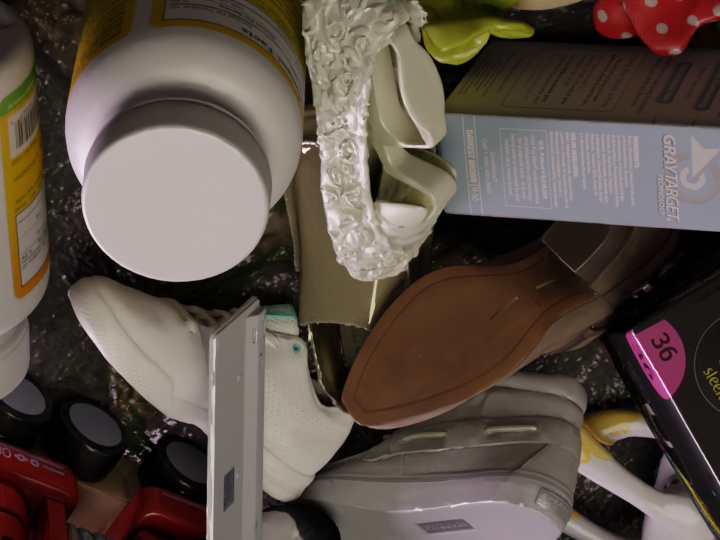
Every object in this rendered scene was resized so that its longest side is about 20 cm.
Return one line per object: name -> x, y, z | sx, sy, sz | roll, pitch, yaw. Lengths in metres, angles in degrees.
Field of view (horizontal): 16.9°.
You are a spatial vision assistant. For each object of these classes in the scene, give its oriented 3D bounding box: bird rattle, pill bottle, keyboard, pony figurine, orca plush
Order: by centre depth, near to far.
pill bottle -> -0.082, -0.088, 1.154 | 0.112, 0.201, 0.113 | 0, 127, 1
bird rattle -> 0.100, -0.178, 1.203 | 0.198, 0.113, 0.164 | -11, 110, -7
pill bottle -> -0.215, -0.031, 1.228 | 0.110, 0.111, 0.201 | -5, 125, -8
keyboard -> -0.070, 0.115, 1.320 | 0.011, 0.056, 0.201 | 14, 116, 25
orca plush -> -0.051, 0.199, 1.445 | 0.071, 0.105, 0.201 | -10, 137, -37
pony figurine -> 0.185, 0.179, 1.450 | 0.199, 0.167, 0.194 | 18, 112, -5

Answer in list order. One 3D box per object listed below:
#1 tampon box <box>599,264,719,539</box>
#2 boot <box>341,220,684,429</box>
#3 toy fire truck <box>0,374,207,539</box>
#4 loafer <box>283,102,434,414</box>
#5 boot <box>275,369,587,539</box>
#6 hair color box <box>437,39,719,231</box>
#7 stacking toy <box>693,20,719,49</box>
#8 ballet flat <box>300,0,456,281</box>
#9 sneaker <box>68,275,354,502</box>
tampon box -> 0.224, 0.067, 1.297 | 0.126, 0.200, 0.150 | -31, 87, 0
boot -> 0.092, 0.025, 1.322 | 0.199, 0.070, 0.146 | -36, 164, 9
toy fire truck -> -0.147, 0.156, 1.319 | 0.175, 0.201, 0.129 | 25, 117, -26
loafer -> 0.000, 0.000, 1.308 | 0.075, 0.068, 0.201 | 5, 132, 25
boot -> 0.044, 0.108, 1.404 | 0.199, 0.096, 0.074 | -5, 144, 35
hair color box -> 0.148, -0.069, 1.231 | 0.199, 0.099, 0.061 | 4, 119, 20
stacking toy -> 0.213, -0.120, 1.281 | 0.085, 0.086, 0.200 | 23, 124, -25
ballet flat -> 0.014, -0.062, 1.180 | 0.071, 0.072, 0.201 | -14, 134, -2
sneaker -> -0.077, 0.045, 1.346 | 0.089, 0.075, 0.200 | -45, 129, 6
